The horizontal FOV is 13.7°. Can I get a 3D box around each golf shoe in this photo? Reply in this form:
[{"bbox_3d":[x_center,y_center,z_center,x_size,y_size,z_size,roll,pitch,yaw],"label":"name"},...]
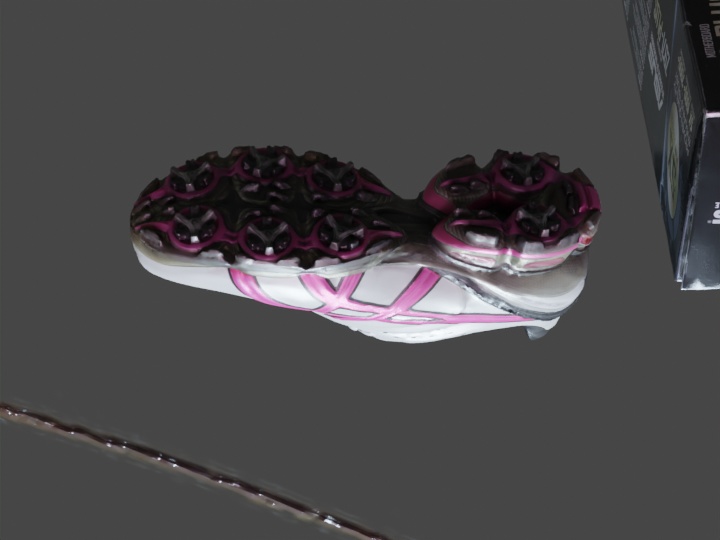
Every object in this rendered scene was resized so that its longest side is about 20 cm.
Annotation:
[{"bbox_3d":[0.000,0.000,1.276,0.199,0.073,0.092,3,134,-8],"label":"golf shoe"}]

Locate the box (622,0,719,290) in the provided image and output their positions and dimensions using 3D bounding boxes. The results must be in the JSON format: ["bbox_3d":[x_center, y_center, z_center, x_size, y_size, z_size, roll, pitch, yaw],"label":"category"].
[{"bbox_3d":[0.188,-0.090,1.119,0.163,0.200,0.086,-1,133,-5],"label":"box"}]
